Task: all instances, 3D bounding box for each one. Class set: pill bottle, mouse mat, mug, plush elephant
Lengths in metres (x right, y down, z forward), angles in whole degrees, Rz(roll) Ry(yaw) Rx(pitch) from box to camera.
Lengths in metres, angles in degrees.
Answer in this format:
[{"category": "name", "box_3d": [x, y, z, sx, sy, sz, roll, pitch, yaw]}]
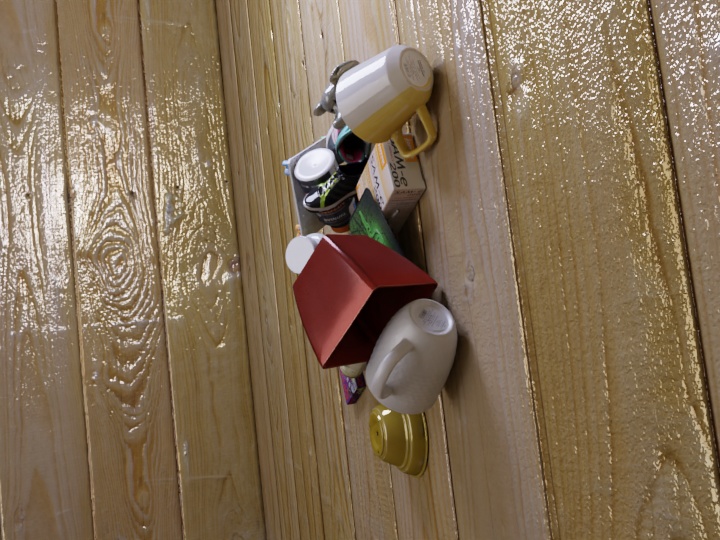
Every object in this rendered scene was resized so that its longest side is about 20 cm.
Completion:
[{"category": "pill bottle", "box_3d": [-0.084, -0.025, 1.886, 0.111, 0.199, 0.116, -3, 84, 32]}, {"category": "mouse mat", "box_3d": [0.035, -0.049, 1.649, 0.203, 0.007, 0.161, 62, 154, 18]}, {"category": "mug", "box_3d": [0.069, -0.325, 1.499, 0.152, 0.185, 0.152, -26, 39, 48]}, {"category": "plush elephant", "box_3d": [-0.012, -0.342, 1.681, 0.166, 0.151, 0.204, 114, 146, -55]}, {"category": "pill bottle", "box_3d": [-0.072, -0.180, 1.908, 0.201, 0.105, 0.107, 61, -177, -44]}, {"category": "mug", "box_3d": [0.086, 0.156, 1.449, 0.147, 0.199, 0.178, 37, 131, 19]}]

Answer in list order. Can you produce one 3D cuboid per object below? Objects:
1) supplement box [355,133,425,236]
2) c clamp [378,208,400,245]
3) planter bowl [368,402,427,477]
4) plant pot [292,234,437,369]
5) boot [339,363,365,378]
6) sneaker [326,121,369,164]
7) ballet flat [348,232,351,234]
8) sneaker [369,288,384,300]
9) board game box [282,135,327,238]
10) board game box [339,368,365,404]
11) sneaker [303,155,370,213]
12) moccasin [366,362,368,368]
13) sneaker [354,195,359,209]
[{"category": "supplement box", "box_3d": [0.057, -0.168, 1.643, 0.201, 0.072, 0.129, 119, 141, -59]}, {"category": "c clamp", "box_3d": [0.073, 0.001, 1.635, 0.171, 0.027, 0.204, -37, 74, 59]}, {"category": "planter bowl", "box_3d": [0.068, 0.341, 1.715, 0.200, 0.082, 0.206, 175, 90, -72]}, {"category": "plant pot", "box_3d": [-0.010, 0.041, 1.524, 0.177, 0.198, 0.201, 50, 120, 28]}, {"category": "boot", "box_3d": [-0.025, 0.116, 1.743, 0.203, 0.071, 0.155, 67, 154, 15]}, {"category": "sneaker", "box_3d": [-0.030, -0.286, 1.882, 0.201, 0.082, 0.123, 113, 157, -53]}, {"category": "ballet flat", "box_3d": [0.014, 0.000, 1.854, 0.064, 0.074, 0.205, 54, -152, -67]}, {"category": "sneaker", "box_3d": [0.000, 0.000, 1.681, 0.198, 0.073, 0.087, 16, 116, 51]}, {"category": "board game box", "box_3d": [-0.113, -0.203, 1.968, 0.025, 0.200, 0.204, 5, 118, 28]}, {"category": "board game box", "box_3d": [-0.032, 0.229, 2.094, 0.121, 0.032, 0.204, 109, 151, -59]}, {"category": "sneaker", "box_3d": [-0.045, -0.199, 1.769, 0.083, 0.196, 0.073, 56, -167, -48]}, {"category": "moccasin", "box_3d": [0.070, 0.176, 1.702, 0.200, 0.067, 0.083, 150, 122, -70]}, {"category": "sneaker", "box_3d": [0.025, -0.092, 1.776, 0.079, 0.064, 0.203, 102, 156, -50]}]
